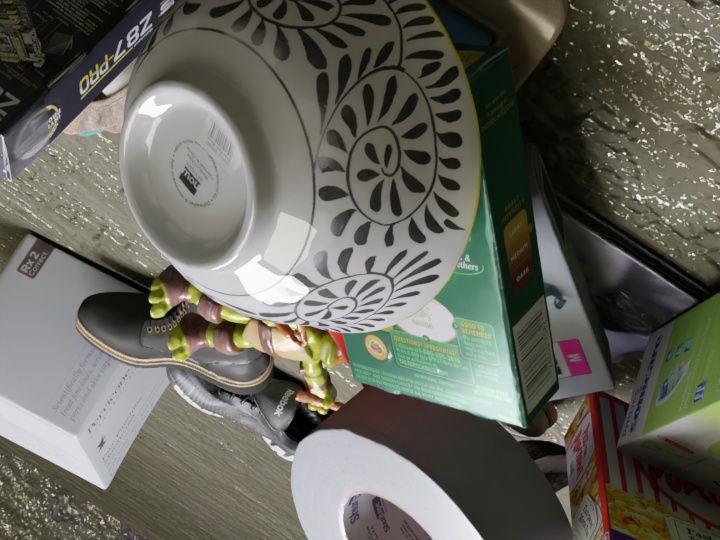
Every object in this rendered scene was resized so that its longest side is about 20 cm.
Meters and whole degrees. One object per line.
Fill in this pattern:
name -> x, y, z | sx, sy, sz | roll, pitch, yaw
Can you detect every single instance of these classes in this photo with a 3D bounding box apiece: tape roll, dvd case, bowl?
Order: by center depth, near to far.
bowl -> -0.050, -0.053, 0.649 | 0.199, 0.094, 0.203 | 16, 116, 35
dvd case -> 0.114, -0.009, 0.885 | 0.199, 0.016, 0.149 | 33, 158, -7
tape roll -> 0.045, 0.171, 0.906 | 0.199, 0.066, 0.202 | 32, 141, 30

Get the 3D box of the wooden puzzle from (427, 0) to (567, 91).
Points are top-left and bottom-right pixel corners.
wooden puzzle -> -0.006, -0.128, 0.729 | 0.184, 0.037, 0.200 | 32, 153, -2

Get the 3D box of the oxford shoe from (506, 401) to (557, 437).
oxford shoe -> 0.066, 0.085, 1.066 | 0.199, 0.074, 0.071 | 34, 158, -19

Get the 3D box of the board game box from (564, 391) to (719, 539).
board game box -> 0.204, 0.163, 0.851 | 0.150, 0.047, 0.200 | 24, -158, -4

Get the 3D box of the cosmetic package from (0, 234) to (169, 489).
cosmetic package -> -0.307, 0.100, 1.446 | 0.164, 0.166, 0.200 | 26, 159, 9

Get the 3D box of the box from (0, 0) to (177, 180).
box -> -0.205, -0.163, 0.718 | 0.199, 0.162, 0.049 | 34, 151, 10

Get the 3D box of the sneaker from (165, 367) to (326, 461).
sneaker -> -0.102, 0.129, 1.394 | 0.199, 0.067, 0.090 | 35, 155, -24

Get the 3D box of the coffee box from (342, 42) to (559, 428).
coffee box -> 0.033, -0.021, 0.713 | 0.122, 0.044, 0.202 | 11, 127, 39

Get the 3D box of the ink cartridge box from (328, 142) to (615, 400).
ink cartridge box -> 0.050, 0.020, 0.847 | 0.172, 0.044, 0.201 | -13, 139, 15

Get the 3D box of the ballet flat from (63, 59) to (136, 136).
ballet flat -> -0.164, -0.127, 0.916 | 0.199, 0.068, 0.067 | -3, 134, 51

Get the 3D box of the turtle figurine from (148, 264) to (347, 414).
turtle figurine -> -0.066, 0.035, 0.969 | 0.160, 0.065, 0.200 | 11, 155, 23

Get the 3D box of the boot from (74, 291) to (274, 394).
boot -> -0.176, 0.037, 1.288 | 0.198, 0.078, 0.139 | 13, 152, 6

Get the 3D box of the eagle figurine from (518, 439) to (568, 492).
eagle figurine -> 0.092, 0.165, 1.032 | 0.200, 0.150, 0.153 | 50, 162, 47

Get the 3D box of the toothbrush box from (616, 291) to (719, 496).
toothbrush box -> 0.256, 0.075, 0.781 | 0.145, 0.087, 0.200 | 24, 160, -6
